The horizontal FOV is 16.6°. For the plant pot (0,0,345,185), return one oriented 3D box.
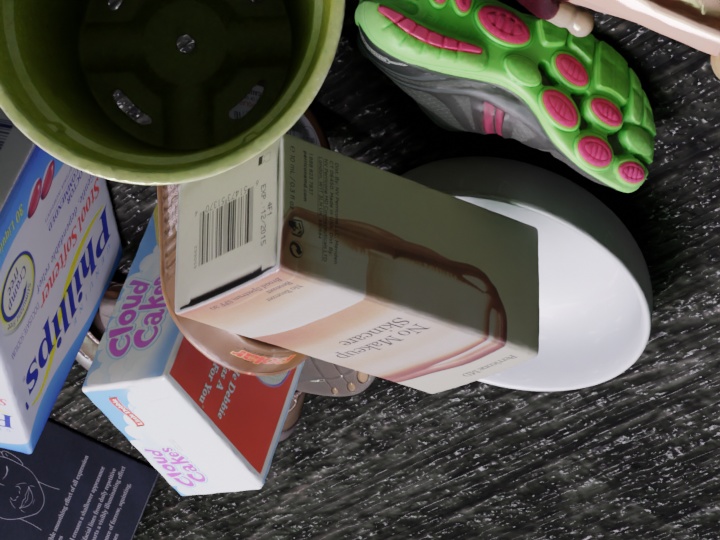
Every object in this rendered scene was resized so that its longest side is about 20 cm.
[{"bbox_3d":[-0.106,-0.139,1.373,0.200,0.201,0.184,20,177,2],"label":"plant pot"}]

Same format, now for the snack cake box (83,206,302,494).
[{"bbox_3d":[-0.091,0.029,1.583,0.067,0.200,0.115,-9,135,32],"label":"snack cake box"}]

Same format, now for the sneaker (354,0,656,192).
[{"bbox_3d":[0.086,-0.111,1.442,0.200,0.077,0.084,31,162,-9],"label":"sneaker"}]

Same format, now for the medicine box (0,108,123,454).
[{"bbox_3d":[-0.248,-0.012,1.639,0.103,0.183,0.200,11,145,15],"label":"medicine box"}]

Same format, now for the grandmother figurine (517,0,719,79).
[{"bbox_3d":[0.119,-0.167,1.347,0.199,0.061,0.122,17,137,1],"label":"grandmother figurine"}]

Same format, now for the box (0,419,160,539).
[{"bbox_3d":[-0.286,0.200,1.982,0.199,0.149,0.107,26,145,-7],"label":"box"}]

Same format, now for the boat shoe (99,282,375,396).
[{"bbox_3d":[-0.080,0.035,1.713,0.199,0.072,0.076,11,142,5],"label":"boat shoe"}]

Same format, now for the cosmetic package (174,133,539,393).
[{"bbox_3d":[0.000,0.000,1.436,0.200,0.088,0.103,17,152,-36],"label":"cosmetic package"}]

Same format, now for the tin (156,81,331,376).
[{"bbox_3d":[-0.068,-0.033,1.508,0.112,0.201,0.042,9,148,-24],"label":"tin"}]

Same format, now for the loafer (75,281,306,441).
[{"bbox_3d":[-0.121,0.053,1.773,0.199,0.073,0.071,23,140,-17],"label":"loafer"}]

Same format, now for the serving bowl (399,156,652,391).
[{"bbox_3d":[0.094,-0.008,1.569,0.199,0.066,0.200,15,146,10],"label":"serving bowl"}]
